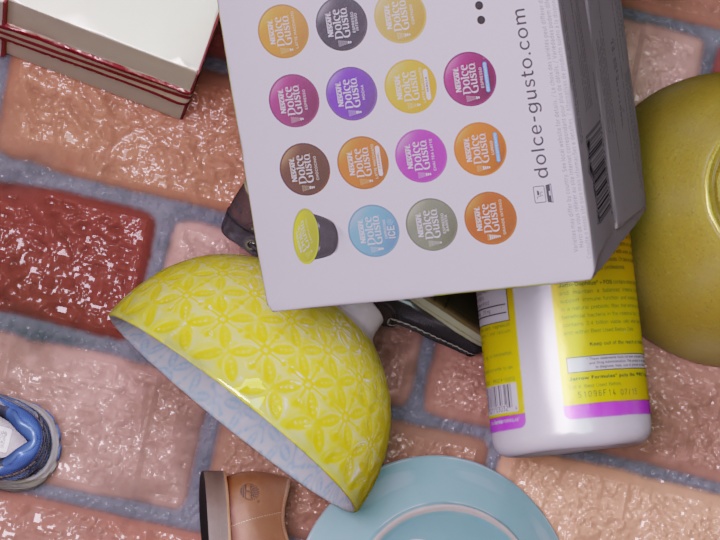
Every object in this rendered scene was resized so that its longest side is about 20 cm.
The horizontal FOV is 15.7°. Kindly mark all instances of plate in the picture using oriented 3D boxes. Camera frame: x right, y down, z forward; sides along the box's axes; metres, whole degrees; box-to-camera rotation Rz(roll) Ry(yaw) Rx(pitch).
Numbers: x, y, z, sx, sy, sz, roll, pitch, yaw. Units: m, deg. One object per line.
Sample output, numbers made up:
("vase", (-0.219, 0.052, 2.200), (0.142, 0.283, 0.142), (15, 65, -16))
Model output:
("plate", (0.052, 0.219, 1.682), (0.199, 0.026, 0.202), (2, 83, -19))

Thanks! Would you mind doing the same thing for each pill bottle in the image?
("pill bottle", (0.126, 0.016, 1.674), (0.103, 0.104, 0.202), (-5, 84, -6))

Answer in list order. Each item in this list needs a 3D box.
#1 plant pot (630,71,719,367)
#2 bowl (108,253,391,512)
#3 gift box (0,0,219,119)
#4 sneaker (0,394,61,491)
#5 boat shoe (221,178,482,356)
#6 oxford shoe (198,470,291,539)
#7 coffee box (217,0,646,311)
("plant pot", (0.256, -0.044, 1.697), (0.198, 0.142, 0.202), (1, 82, -5))
("bowl", (-0.048, 0.049, 1.628), (0.200, 0.200, 0.108), (39, 80, 0))
("gift box", (-0.172, -0.202, 1.657), (0.186, 0.185, 0.201), (21, 75, -4))
("sneaker", (-0.289, 0.093, 1.658), (0.198, 0.085, 0.078), (6, 82, -4))
("boat shoe", (-0.001, 0.000, 1.709), (0.200, 0.072, 0.066), (33, 117, -15))
("oxford shoe", (-0.062, 0.227, 1.672), (0.071, 0.071, 0.202), (-2, 82, -11))
("coffee box", (0.046, -0.101, 1.524), (0.196, 0.200, 0.201), (-6, 101, 16))
